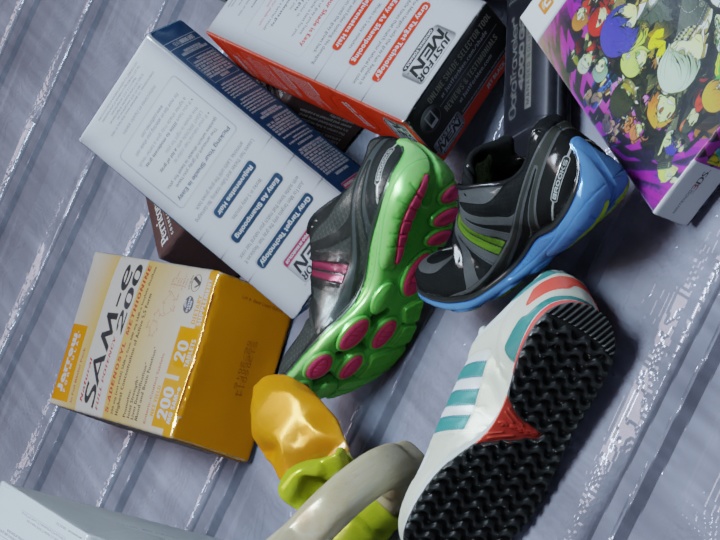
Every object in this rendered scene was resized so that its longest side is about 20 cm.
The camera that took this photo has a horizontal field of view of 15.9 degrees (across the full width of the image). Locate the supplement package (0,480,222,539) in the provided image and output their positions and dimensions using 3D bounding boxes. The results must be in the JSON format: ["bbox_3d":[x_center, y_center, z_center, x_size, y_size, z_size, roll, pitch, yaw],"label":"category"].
[{"bbox_3d":[-0.164,0.273,1.725,0.147,0.190,0.201,19,91,58],"label":"supplement package"}]

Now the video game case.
[{"bbox_3d":[0.195,-0.158,1.538,0.182,0.036,0.200,-53,43,25],"label":"video game case"}]

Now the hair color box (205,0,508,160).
[{"bbox_3d":[0.000,-0.157,1.749,0.200,0.061,0.102,28,79,40],"label":"hair color box"}]

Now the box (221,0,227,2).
[{"bbox_3d":[-0.087,-0.334,2.061,0.201,0.043,0.160,-57,35,21],"label":"box"}]

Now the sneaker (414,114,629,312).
[{"bbox_3d":[0.090,-0.037,1.577,0.083,0.071,0.200,52,145,3],"label":"sneaker"}]

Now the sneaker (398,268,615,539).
[{"bbox_3d":[0.087,0.087,1.579,0.200,0.070,0.094,-60,16,20],"label":"sneaker"}]

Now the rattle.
[{"bbox_3d":[-0.059,0.139,1.607,0.130,0.200,0.143,-37,82,43],"label":"rattle"}]

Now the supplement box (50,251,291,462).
[{"bbox_3d":[-0.142,0.061,1.911,0.200,0.073,0.127,7,79,57],"label":"supplement box"}]

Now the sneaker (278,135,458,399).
[{"bbox_3d":[0.000,0.000,1.716,0.084,0.076,0.201,48,117,44],"label":"sneaker"}]

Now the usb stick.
[{"bbox_3d":[0.114,-0.122,1.662,0.055,0.032,0.201,-31,50,51],"label":"usb stick"}]

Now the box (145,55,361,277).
[{"bbox_3d":[-0.078,-0.098,1.899,0.200,0.075,0.100,-51,38,32],"label":"box"}]

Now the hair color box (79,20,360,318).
[{"bbox_3d":[-0.086,-0.071,1.795,0.100,0.200,0.061,-53,-7,25],"label":"hair color box"}]
